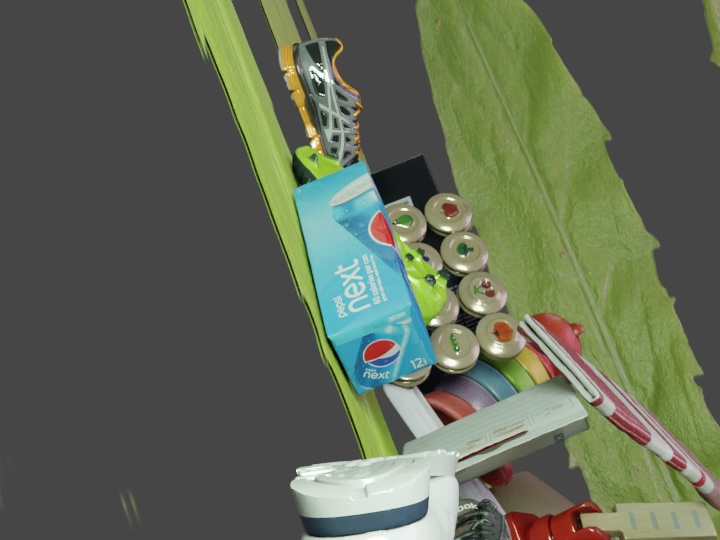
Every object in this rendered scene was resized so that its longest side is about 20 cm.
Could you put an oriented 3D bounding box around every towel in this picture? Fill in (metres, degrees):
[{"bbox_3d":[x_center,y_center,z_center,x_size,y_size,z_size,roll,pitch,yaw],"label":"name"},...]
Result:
[{"bbox_3d":[0.224,0.123,1.081,0.199,0.023,0.144,37,8,-31],"label":"towel"}]

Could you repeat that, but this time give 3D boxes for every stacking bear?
[{"bbox_3d":[0.154,0.120,1.311,0.114,0.199,0.121,55,-31,-6],"label":"stacking bear"}]

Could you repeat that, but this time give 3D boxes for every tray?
[{"bbox_3d":[0.088,0.183,1.206,0.201,0.022,0.107,55,5,2],"label":"tray"}]

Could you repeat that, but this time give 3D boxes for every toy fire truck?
[{"bbox_3d":[0.199,0.271,1.056,0.128,0.199,0.178,21,43,-54],"label":"toy fire truck"}]

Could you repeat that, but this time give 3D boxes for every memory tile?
[{"bbox_3d":[0.065,0.014,1.240,0.017,0.151,0.202,100,-26,-55],"label":"memory tile"}]

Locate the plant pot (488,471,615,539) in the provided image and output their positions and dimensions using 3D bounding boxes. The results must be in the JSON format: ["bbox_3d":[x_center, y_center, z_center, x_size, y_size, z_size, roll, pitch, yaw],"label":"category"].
[{"bbox_3d":[0.195,0.317,1.316,0.201,0.186,0.188,55,-2,26],"label":"plant pot"}]

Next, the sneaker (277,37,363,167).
[{"bbox_3d":[-0.029,-0.175,1.476,0.078,0.076,0.202,-106,175,-68],"label":"sneaker"}]

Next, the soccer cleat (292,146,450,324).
[{"bbox_3d":[-0.005,-0.025,1.128,0.200,0.081,0.067,50,28,17],"label":"soccer cleat"}]

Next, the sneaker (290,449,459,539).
[{"bbox_3d":[0.009,0.123,0.564,0.200,0.075,0.082,14,65,-79],"label":"sneaker"}]

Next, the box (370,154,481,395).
[{"bbox_3d":[0.066,0.017,1.413,0.201,0.123,0.198,-107,175,-52],"label":"box"}]

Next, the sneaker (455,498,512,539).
[{"bbox_3d":[0.083,0.217,0.936,0.201,0.070,0.099,60,9,-76],"label":"sneaker"}]

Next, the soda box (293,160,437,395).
[{"bbox_3d":[0.000,0.000,0.993,0.201,0.067,0.065,-106,173,-52],"label":"soda box"}]

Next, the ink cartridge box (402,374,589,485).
[{"bbox_3d":[0.112,0.149,1.043,0.200,0.159,0.048,-52,117,-85],"label":"ink cartridge box"}]
